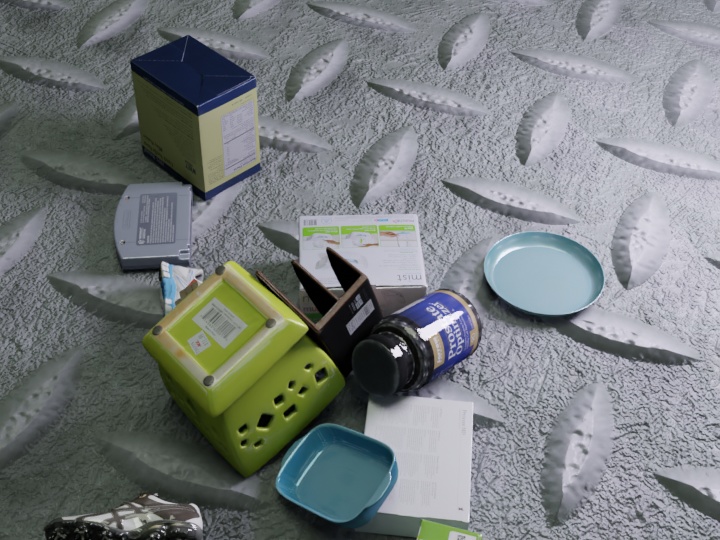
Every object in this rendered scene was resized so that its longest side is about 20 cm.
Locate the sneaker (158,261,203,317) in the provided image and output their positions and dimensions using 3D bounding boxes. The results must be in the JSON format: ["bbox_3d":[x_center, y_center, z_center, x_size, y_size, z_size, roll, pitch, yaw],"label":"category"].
[{"bbox_3d":[-0.263,0.058,1.597,0.085,0.076,0.202,0,43,-14],"label":"sneaker"}]

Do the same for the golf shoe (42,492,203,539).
[{"bbox_3d":[-0.295,0.328,1.311,0.196,0.079,0.095,4,25,0],"label":"golf shoe"}]

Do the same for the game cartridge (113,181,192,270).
[{"bbox_3d":[-0.352,-0.076,1.766,0.131,0.041,0.202,0,42,-7],"label":"game cartridge"}]

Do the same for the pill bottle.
[{"bbox_3d":[0.080,0.107,1.490,0.111,0.113,0.199,30,33,27],"label":"pill bottle"}]

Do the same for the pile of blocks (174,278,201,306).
[{"bbox_3d":[-0.200,0.054,1.572,0.198,0.082,0.063,13,42,-40],"label":"pile of blocks"}]

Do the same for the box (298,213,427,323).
[{"bbox_3d":[0.000,0.000,1.648,0.196,0.098,0.178,-2,43,-4],"label":"box"}]

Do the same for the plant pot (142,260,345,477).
[{"bbox_3d":[-0.166,0.120,1.412,0.199,0.182,0.199,-42,55,-15],"label":"plant pot"}]

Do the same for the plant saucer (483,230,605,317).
[{"bbox_3d":[0.299,0.010,1.700,0.196,0.028,0.202,1,43,-1],"label":"plant saucer"}]

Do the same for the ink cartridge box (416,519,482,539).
[{"bbox_3d":[0.078,0.410,1.164,0.075,0.149,0.201,11,43,11],"label":"ink cartridge box"}]

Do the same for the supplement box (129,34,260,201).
[{"bbox_3d":[-0.292,-0.274,1.859,0.133,0.202,0.199,-32,52,-32],"label":"supplement box"}]

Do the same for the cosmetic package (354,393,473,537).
[{"bbox_3d":[0.075,0.261,1.399,0.148,0.052,0.202,4,43,6],"label":"cosmetic package"}]

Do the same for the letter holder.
[{"bbox_3d":[-0.055,0.042,1.469,0.142,0.200,0.101,39,79,22],"label":"letter holder"}]

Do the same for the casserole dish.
[{"bbox_3d":[-0.027,0.268,1.343,0.199,0.039,0.122,10,56,50],"label":"casserole dish"}]
